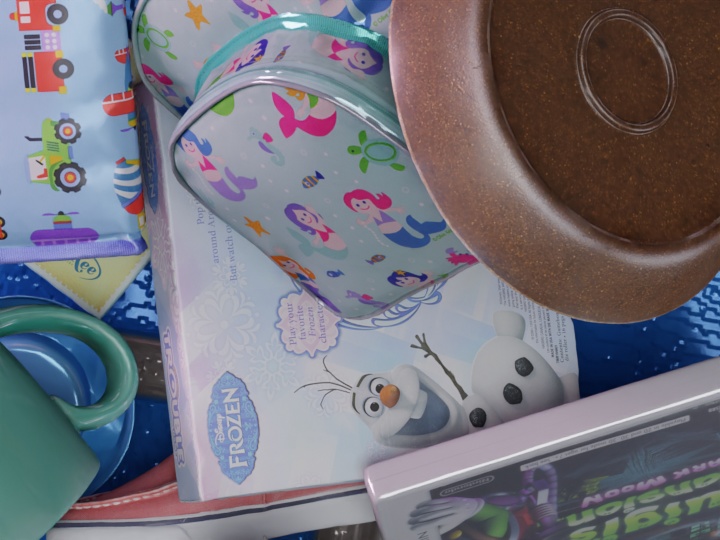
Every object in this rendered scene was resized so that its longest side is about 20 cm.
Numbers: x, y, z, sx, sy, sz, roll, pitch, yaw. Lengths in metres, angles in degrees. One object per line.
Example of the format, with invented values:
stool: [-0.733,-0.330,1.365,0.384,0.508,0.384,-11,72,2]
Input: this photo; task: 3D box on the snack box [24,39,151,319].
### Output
snack box: [-0.164,-0.080,1.313,0.200,0.037,0.116,40,90,-26]

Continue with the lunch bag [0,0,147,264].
lunch bag: [-0.202,-0.081,1.242,0.200,0.094,0.151,-6,108,-4]

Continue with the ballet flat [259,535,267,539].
ballet flat: [-0.039,0.164,1.343,0.073,0.200,0.073,-2,79,9]

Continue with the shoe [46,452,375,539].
shoe: [-0.061,0.086,1.359,0.200,0.071,0.091,-8,92,-19]

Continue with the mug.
mug: [-0.206,0.085,1.276,0.152,0.185,0.114,-33,100,35]

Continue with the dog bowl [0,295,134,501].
dog bowl: [-0.208,0.083,1.366,0.200,0.050,0.112,-28,104,0]

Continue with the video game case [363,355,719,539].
video game case: [0.109,0.115,1.357,0.200,0.182,0.023,-18,59,-2]

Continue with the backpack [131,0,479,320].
backpack: [0.000,-0.086,1.207,0.200,0.177,0.151,45,54,-14]

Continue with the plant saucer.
plant saucer: [0.101,-0.079,1.146,0.200,0.034,0.201,9,73,-33]

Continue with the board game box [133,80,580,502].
board game box: [0.000,0.000,1.324,0.199,0.043,0.200,-5,88,-21]
